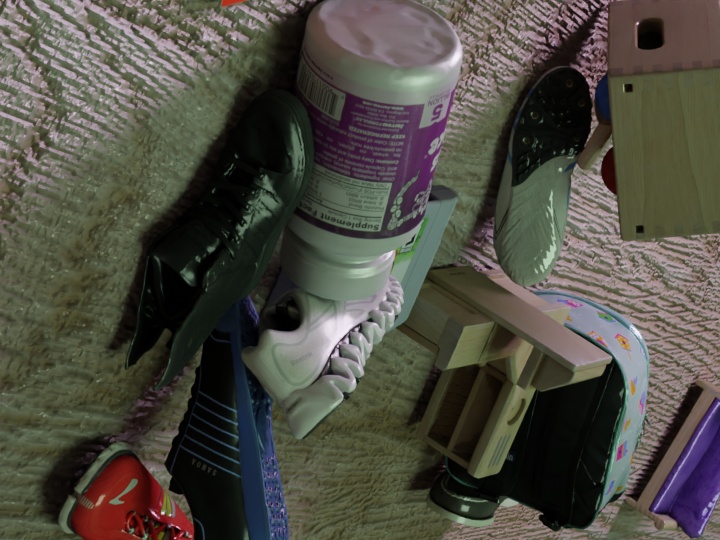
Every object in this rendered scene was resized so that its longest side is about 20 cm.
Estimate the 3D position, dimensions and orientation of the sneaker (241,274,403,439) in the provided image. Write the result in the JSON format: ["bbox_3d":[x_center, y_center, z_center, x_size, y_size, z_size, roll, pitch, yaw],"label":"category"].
[{"bbox_3d":[-0.026,0.039,1.484,0.075,0.081,0.200,-46,-175,28],"label":"sneaker"}]

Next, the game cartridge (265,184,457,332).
[{"bbox_3d":[0.000,0.000,1.624,0.199,0.040,0.134,-12,133,-58],"label":"game cartridge"}]

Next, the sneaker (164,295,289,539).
[{"bbox_3d":[-0.103,0.113,1.460,0.070,0.077,0.202,38,43,-71],"label":"sneaker"}]

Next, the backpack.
[{"bbox_3d":[0.191,0.121,1.960,0.153,0.175,0.202,-35,141,-51],"label":"backpack"}]

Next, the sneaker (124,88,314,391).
[{"bbox_3d":[-0.097,-0.021,1.379,0.104,0.060,0.201,-31,148,-54],"label":"sneaker"}]

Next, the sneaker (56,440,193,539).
[{"bbox_3d":[-0.152,0.186,1.486,0.077,0.085,0.200,-55,156,-9],"label":"sneaker"}]

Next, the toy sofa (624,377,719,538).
[{"bbox_3d":[0.441,0.249,2.681,0.201,0.097,0.083,-60,156,5],"label":"toy sofa"}]

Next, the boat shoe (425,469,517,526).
[{"bbox_3d":[0.123,0.208,2.063,0.061,0.071,0.201,-66,162,14],"label":"boat shoe"}]

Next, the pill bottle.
[{"bbox_3d":[0.000,-0.082,1.431,0.112,0.112,0.201,-32,145,-45],"label":"pill bottle"}]

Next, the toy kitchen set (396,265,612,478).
[{"bbox_3d":[0.111,0.115,1.798,0.199,0.163,0.182,-6,123,-57],"label":"toy kitchen set"}]

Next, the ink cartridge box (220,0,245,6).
[{"bbox_3d":[-0.006,-0.262,1.290,0.160,0.047,0.202,-24,137,-52],"label":"ink cartridge box"}]

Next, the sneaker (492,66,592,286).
[{"bbox_3d":[0.155,-0.087,1.798,0.073,0.071,0.202,-106,-155,-65],"label":"sneaker"}]

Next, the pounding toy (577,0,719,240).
[{"bbox_3d":[0.253,-0.132,1.800,0.201,0.141,0.186,-79,162,-59],"label":"pounding toy"}]
